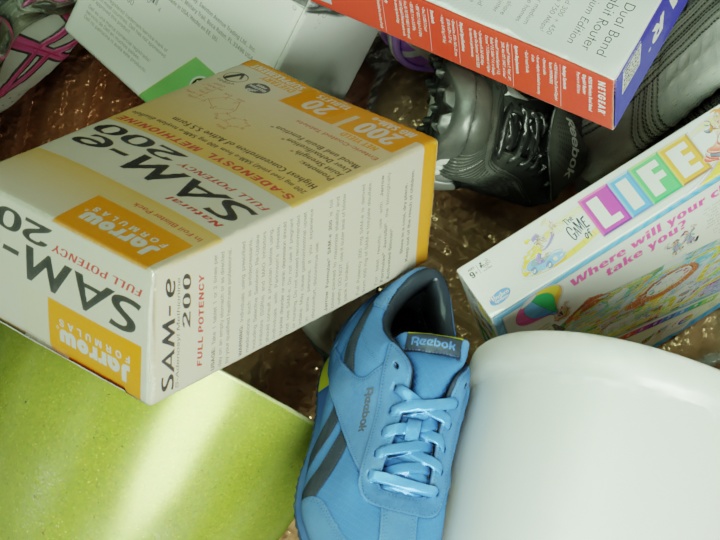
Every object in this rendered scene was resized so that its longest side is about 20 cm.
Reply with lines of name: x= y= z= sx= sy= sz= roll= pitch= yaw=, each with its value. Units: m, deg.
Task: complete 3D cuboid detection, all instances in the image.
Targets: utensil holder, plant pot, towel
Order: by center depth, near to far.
utensil holder: x=0.108 y=0.153 z=1.257 sx=0.170 sy=0.170 sz=0.200 roll=10 pitch=67 yaw=17
plant pot: x=-0.136 y=0.132 z=1.332 sx=0.187 sy=0.187 sz=0.200 roll=25 pitch=83 yaw=23
towel: x=0.159 y=-0.156 z=1.407 sx=0.034 sy=0.200 sz=0.193 roll=12 pitch=59 yaw=-26

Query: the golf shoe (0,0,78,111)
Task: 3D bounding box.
golf shoe: x=-0.201 y=-0.143 z=1.532 sx=0.073 sy=0.092 sz=0.200 roll=42 pitch=55 yaw=12

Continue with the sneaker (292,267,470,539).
sneaker: x=0.016 y=0.076 z=1.241 sx=0.066 sy=0.078 sz=0.200 roll=23 pitch=37 yaw=-15

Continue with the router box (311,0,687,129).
router box: x=0.089 y=-0.191 z=1.309 sx=0.179 sy=0.049 sz=0.200 roll=24 pitch=67 yaw=16

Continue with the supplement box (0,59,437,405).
supplement box: x=-0.074 y=-0.024 z=1.266 sx=0.126 sy=0.074 sz=0.200 roll=25 pitch=35 yaw=32

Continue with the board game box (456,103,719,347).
board game box: x=0.151 y=-0.012 z=1.350 sx=0.200 sy=0.135 sz=0.034 roll=-32 pitch=61 yaw=-5

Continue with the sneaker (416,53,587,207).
sneaker: x=0.074 y=-0.071 z=1.376 sx=0.090 sy=0.200 sz=0.067 roll=10 pitch=86 yaw=2

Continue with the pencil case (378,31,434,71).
pencil case: x=0.020 y=-0.206 z=1.515 sx=0.084 sy=0.085 sz=0.200 roll=-47 pitch=53 yaw=36

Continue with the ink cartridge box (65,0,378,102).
ink cartridge box: x=-0.055 y=-0.176 z=1.452 sx=0.146 sy=0.084 sz=0.200 roll=42 pitch=117 yaw=27

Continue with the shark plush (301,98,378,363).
shark plush: x=0.000 y=0.000 z=1.408 sx=0.091 sy=0.083 sz=0.200 roll=-24 pitch=76 yaw=13
